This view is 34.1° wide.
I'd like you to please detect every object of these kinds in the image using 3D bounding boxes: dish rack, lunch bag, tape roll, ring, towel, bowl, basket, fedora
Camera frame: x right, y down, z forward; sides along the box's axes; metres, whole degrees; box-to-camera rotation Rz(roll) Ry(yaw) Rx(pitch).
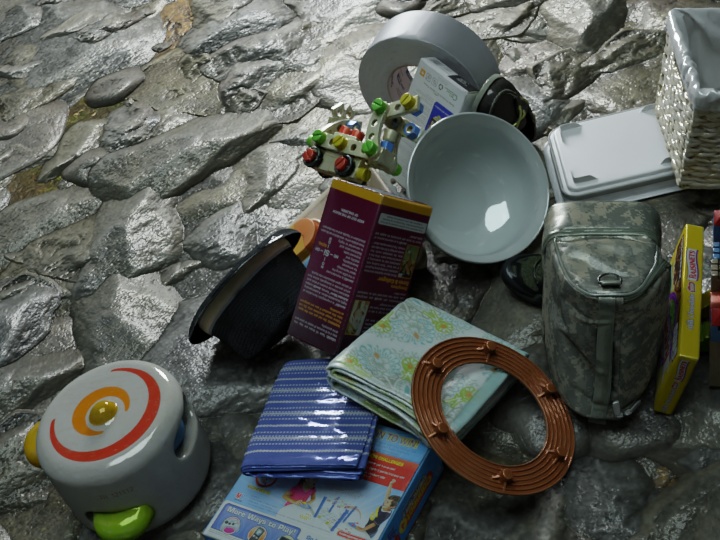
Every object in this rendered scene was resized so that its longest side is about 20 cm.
[{"bbox_3d":[0.352,-0.162,1.594,0.199,0.044,0.172,-12,42,8],"label":"dish rack"},{"bbox_3d":[0.267,0.046,1.293,0.139,0.201,0.168,3,39,10],"label":"lunch bag"},{"bbox_3d":[0.099,-0.271,1.687,0.199,0.201,0.066,9,51,29],"label":"tape roll"},{"bbox_3d":[0.148,0.152,1.278,0.200,0.019,0.201,15,48,-17],"label":"ring"},{"bbox_3d":[0.078,0.111,1.350,0.171,0.048,0.200,29,38,22],"label":"towel"},{"bbox_3d":[0.139,-0.100,1.543,0.201,0.201,0.090,-40,4,-21],"label":"bowl"},{"bbox_3d":[0.484,-0.215,1.478,0.199,0.161,0.199,1,44,-1],"label":"basket"},{"bbox_3d":[-0.125,0.044,1.505,0.092,0.201,0.201,43,67,9],"label":"fedora"},{"bbox_3d":[-0.044,0.167,1.338,0.144,0.024,0.200,-2,32,16],"label":"towel"}]

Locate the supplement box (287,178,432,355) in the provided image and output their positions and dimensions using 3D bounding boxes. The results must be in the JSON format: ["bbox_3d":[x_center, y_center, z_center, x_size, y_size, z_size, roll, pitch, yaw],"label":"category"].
[{"bbox_3d":[0.000,0.000,1.437,0.085,0.110,0.201,22,98,37],"label":"supplement box"}]

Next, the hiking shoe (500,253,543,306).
[{"bbox_3d":[0.262,-0.008,1.424,0.199,0.101,0.076,6,48,27],"label":"hiking shoe"}]

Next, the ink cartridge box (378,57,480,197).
[{"bbox_3d":[0.090,-0.183,1.620,0.037,0.201,0.095,-12,44,-45],"label":"ink cartridge box"}]

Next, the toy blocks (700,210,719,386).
[{"bbox_3d":[0.413,0.028,1.298,0.099,0.137,0.201,2,47,17],"label":"toy blocks"}]

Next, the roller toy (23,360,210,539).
[{"bbox_3d":[-0.282,0.203,1.387,0.182,0.140,0.200,-41,45,-22],"label":"roller toy"}]

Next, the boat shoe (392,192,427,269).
[{"bbox_3d":[0.032,-0.068,1.617,0.073,0.063,0.201,-47,37,6],"label":"boat shoe"}]

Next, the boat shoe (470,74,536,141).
[{"bbox_3d":[0.201,-0.214,1.605,0.060,0.201,0.072,37,97,16],"label":"boat shoe"}]

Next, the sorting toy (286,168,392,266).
[{"bbox_3d":[-0.032,-0.050,1.582,0.185,0.036,0.200,-43,39,11],"label":"sorting toy"}]

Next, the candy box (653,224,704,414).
[{"bbox_3d":[0.359,0.053,1.323,0.026,0.102,0.201,11,48,7],"label":"candy box"}]

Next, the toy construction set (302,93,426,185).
[{"bbox_3d":[-0.003,-0.180,1.576,0.200,0.092,0.132,15,77,56],"label":"toy construction set"}]

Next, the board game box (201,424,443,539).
[{"bbox_3d":[-0.039,0.255,1.302,0.199,0.056,0.196,12,51,31],"label":"board game box"}]
